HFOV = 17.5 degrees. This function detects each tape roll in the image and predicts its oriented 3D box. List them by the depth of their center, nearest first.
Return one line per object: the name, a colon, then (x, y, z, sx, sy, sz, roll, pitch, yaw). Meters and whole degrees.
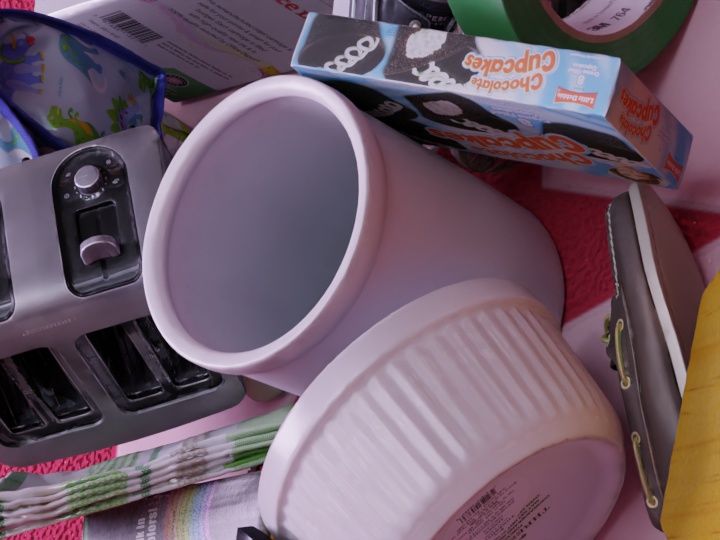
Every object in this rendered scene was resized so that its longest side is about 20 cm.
tape roll: (0.127, -0.207, 1.334, 0.048, 0.200, 0.202, 17, 85, 43)

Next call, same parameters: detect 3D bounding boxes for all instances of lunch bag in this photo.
lunch bag: (-0.248, -0.089, 1.521, 0.169, 0.199, 0.128, -24, 56, 33)

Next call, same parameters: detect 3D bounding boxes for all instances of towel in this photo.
towel: (-0.132, 0.116, 1.427, 0.198, 0.149, 0.031, -16, 93, 0)

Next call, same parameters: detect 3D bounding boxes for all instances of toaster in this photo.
toaster: (-0.178, 0.023, 1.469, 0.179, 0.200, 0.119, -15, 56, 6)

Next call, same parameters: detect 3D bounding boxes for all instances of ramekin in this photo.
ramekin: (0.053, 0.114, 1.283, 0.200, 0.200, 0.105, -50, 57, 14)

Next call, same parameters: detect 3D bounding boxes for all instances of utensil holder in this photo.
utensil holder: (0.000, 0.000, 1.365, 0.169, 0.199, 0.171, -16, 64, 35)

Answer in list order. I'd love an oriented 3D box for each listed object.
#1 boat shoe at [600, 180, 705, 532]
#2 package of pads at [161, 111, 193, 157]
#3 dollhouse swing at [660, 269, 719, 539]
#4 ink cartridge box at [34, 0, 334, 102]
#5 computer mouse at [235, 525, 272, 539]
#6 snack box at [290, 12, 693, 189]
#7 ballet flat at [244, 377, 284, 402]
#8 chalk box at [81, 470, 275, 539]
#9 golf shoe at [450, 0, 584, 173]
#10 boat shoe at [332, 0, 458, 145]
boat shoe: (0.165, 0.046, 1.294, 0.059, 0.072, 0.201, -27, 63, 27)
package of pads: (-0.203, -0.034, 1.647, 0.154, 0.068, 0.201, 30, 95, 45)
dollhouse swing: (0.278, 0.083, 1.173, 0.182, 0.175, 0.202, 159, 125, -68)
ink cartridge box: (-0.096, -0.193, 1.561, 0.199, 0.144, 0.085, -11, 64, 38)
computer mouse: (0.002, 0.222, 1.259, 0.046, 0.200, 0.140, -47, 13, -8)
snack box: (0.074, -0.095, 1.301, 0.199, 0.116, 0.037, 12, 79, 31)
ballet flat: (-0.035, -0.010, 1.492, 0.069, 0.069, 0.201, 39, 100, 43)
chalk box: (-0.091, 0.204, 1.419, 0.199, 0.123, 0.125, -14, 65, 38)
golf shoe: (0.096, -0.150, 1.434, 0.092, 0.072, 0.201, 7, 70, 49)
boat shoe: (0.028, -0.155, 1.426, 0.067, 0.071, 0.202, 4, 94, 44)
